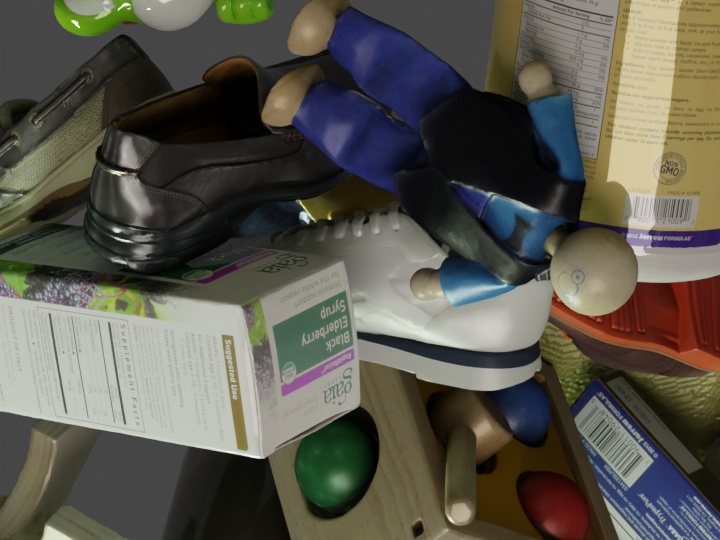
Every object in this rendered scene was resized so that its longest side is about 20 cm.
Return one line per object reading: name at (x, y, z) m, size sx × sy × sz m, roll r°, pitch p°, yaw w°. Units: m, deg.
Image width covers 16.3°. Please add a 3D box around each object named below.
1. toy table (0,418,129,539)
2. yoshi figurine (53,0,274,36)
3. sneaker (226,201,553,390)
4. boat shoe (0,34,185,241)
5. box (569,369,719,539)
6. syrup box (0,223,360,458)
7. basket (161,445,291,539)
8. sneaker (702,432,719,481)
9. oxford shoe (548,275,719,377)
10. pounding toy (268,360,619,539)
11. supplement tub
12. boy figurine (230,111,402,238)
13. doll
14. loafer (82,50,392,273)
toy table at (-0.209, 0.156, 1.417) m, size 0.200 × 0.184 × 0.117 m, roll 18°, pitch 132°, yaw 13°
yoshi figurine at (-0.070, -0.170, 1.198) m, size 0.200 × 0.112 × 0.112 m, roll -19°, pitch 111°, yaw 17°
sneaker at (0.000, 0.000, 1.269) m, size 0.200 × 0.076 × 0.081 m, roll 9°, pitch 112°, yaw 12°
boat shoe at (-0.165, -0.060, 1.307) m, size 0.200 × 0.073 × 0.065 m, roll -28°, pitch 86°, yaw 35°
box at (0.128, 0.167, 1.466) m, size 0.121 × 0.032 × 0.200 m, roll 49°, pitch 123°, yaw 17°
syrup box at (-0.102, 0.031, 1.231) m, size 0.200 × 0.079 × 0.082 m, roll 6°, pitch 111°, yaw 38°
basket at (-0.050, 0.182, 1.413) m, size 0.136 × 0.200 × 0.180 m, roll -37°, pitch 121°, yaw 25°
sneaker at (0.261, 0.103, 1.432) m, size 0.082 × 0.074 × 0.200 m, roll 23°, pitch 126°, yaw -14°
oxford shoe at (0.125, 0.021, 1.349) m, size 0.200 × 0.071 × 0.072 m, roll 23°, pitch 146°, yaw -36°
pounding toy at (0.047, 0.112, 1.333) m, size 0.200 × 0.184 × 0.142 m, roll 23°, pitch 127°, yaw -42°
supplement tub at (0.133, -0.109, 1.192) m, size 0.145 × 0.145 × 0.200 m, roll 5°, pitch 110°, yaw -4°
boy figurine at (0.005, -0.034, 1.328) m, size 0.200 × 0.064 × 0.124 m, roll -21°, pitch 123°, yaw 19°
doll at (0.046, -0.043, 1.156) m, size 0.200 × 0.048 × 0.137 m, roll 36°, pitch 122°, yaw 23°
loafer at (-0.052, -0.072, 1.229) m, size 0.073 × 0.200 × 0.072 m, roll 27°, pitch 133°, yaw 27°
